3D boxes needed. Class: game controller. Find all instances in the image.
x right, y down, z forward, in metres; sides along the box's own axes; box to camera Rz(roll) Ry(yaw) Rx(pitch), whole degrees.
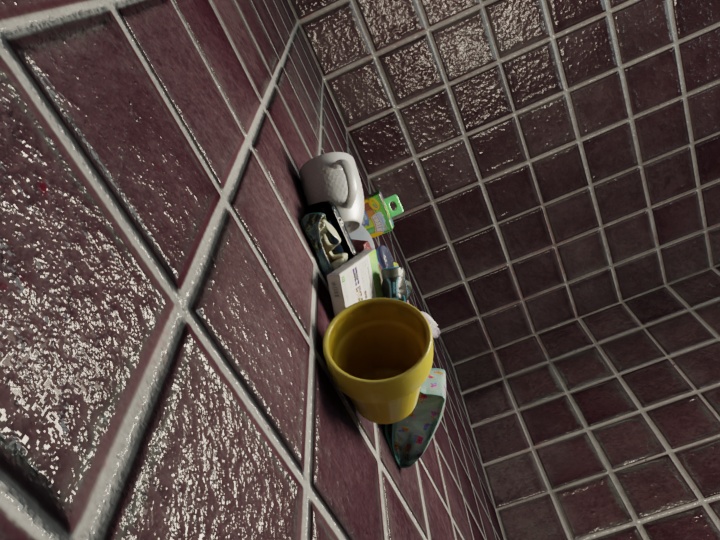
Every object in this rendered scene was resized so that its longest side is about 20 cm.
[{"bbox_3d":[-0.063,-0.070,1.406,0.042,0.104,0.200,-38,110,-44],"label":"game controller"}]

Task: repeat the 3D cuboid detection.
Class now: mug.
[{"bbox_3d":[-0.056,-0.193,1.457,0.200,0.147,0.176,130,-52,-61],"label":"mug"}]

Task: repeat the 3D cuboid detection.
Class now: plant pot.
[{"bbox_3d":[0.039,0.186,1.118,0.201,0.200,0.189,-103,-176,-46],"label":"plant pot"}]

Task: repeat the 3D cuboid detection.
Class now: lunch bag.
[{"bbox_3d":[0.128,0.339,1.381,0.170,0.122,0.201,-52,156,-74],"label":"lunch bag"}]

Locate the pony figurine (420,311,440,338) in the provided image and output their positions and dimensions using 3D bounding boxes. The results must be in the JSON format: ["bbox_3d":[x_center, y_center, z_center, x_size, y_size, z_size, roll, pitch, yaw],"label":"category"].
[{"bbox_3d":[0.131,0.170,1.857,0.193,0.166,0.200,58,25,4],"label":"pony figurine"}]

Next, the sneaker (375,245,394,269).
[{"bbox_3d":[0.051,0.019,1.602,0.074,0.082,0.200,-73,160,-48],"label":"sneaker"}]

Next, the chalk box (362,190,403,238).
[{"bbox_3d":[0.033,-0.172,1.853,0.124,0.199,0.125,-73,139,-76],"label":"chalk box"}]

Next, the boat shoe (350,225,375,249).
[{"bbox_3d":[-0.043,-0.094,1.579,0.202,0.075,0.086,49,-35,9],"label":"boat shoe"}]

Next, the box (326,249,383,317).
[{"bbox_3d":[-0.006,0.047,1.327,0.200,0.036,0.145,-35,118,-59],"label":"box"}]

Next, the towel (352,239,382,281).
[{"bbox_3d":[0.000,0.000,1.543,0.023,0.144,0.200,-48,127,-31],"label":"towel"}]

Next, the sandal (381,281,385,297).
[{"bbox_3d":[-0.004,0.099,1.439,0.078,0.069,0.212,63,33,-30],"label":"sandal"}]

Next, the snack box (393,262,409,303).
[{"bbox_3d":[0.064,0.043,1.785,0.142,0.053,0.200,17,38,-28],"label":"snack box"}]

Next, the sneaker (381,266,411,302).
[{"bbox_3d":[0.084,0.056,1.435,0.200,0.073,0.082,52,33,-69],"label":"sneaker"}]

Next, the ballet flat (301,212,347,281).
[{"bbox_3d":[-0.068,-0.043,1.356,0.074,0.074,0.200,-88,153,-69],"label":"ballet flat"}]
